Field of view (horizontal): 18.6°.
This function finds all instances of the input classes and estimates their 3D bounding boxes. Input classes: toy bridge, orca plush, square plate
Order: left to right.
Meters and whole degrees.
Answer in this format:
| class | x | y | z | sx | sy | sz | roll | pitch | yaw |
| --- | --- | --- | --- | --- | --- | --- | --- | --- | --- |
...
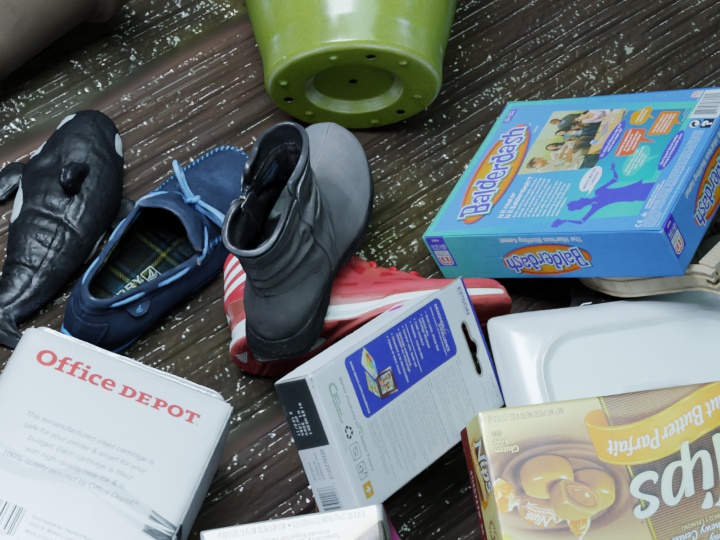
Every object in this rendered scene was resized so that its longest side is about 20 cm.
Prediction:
| class | x | y | z | sx | sy | sz | roll | pitch | yaw |
| --- | --- | --- | --- | --- | --- | --- | --- | --- | --- |
| orca plush | -0.219 | -0.048 | 1.517 | 0.105 | 0.071 | 0.200 | 31 | 55 | 13 |
| toy bridge | 0.182 | -0.015 | 1.530 | 0.067 | 0.027 | 0.200 | -42 | 34 | -18 |
| square plate | 0.201 | 0.108 | 1.472 | 0.198 | 0.028 | 0.200 | -8 | 72 | -13 |

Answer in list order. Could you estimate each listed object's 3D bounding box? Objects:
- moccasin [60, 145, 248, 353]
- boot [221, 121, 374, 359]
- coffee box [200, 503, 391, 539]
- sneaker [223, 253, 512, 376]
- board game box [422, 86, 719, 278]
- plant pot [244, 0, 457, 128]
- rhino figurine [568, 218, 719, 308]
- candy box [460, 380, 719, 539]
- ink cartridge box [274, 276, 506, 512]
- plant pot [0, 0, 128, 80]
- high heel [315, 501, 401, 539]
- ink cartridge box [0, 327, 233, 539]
| class | x | y | z | sx | sy | sz | roll | pitch | yaw |
| --- | --- | --- | --- | --- | --- | --- | --- | --- | --- |
| moccasin | -0.127 | -0.019 | 1.511 | 0.080 | 0.068 | 0.200 | 30 | 55 | 5 |
| boot | -0.037 | -0.053 | 1.444 | 0.069 | 0.132 | 0.201 | 3 | 50 | 10 |
| coffee box | -0.025 | 0.251 | 1.291 | 0.112 | 0.080 | 0.201 | -9 | 68 | 2 |
| sneaker | 0.000 | 0.000 | 1.518 | 0.198 | 0.079 | 0.116 | -5 | 57 | -14 |
| board game box | 0.161 | -0.061 | 1.541 | 0.199 | 0.045 | 0.152 | 0 | 44 | 39 |
| plant pot | -0.006 | -0.217 | 1.617 | 0.199 | 0.201 | 0.194 | 2 | 66 | -8 |
| rhino figurine | 0.229 | 0.008 | 1.562 | 0.199 | 0.060 | 0.088 | -21 | 58 | -18 |
| candy box | 0.174 | 0.140 | 1.409 | 0.198 | 0.055 | 0.116 | -6 | 74 | -13 |
| ink cartridge box | 0.023 | 0.079 | 1.404 | 0.200 | 0.037 | 0.095 | -30 | 103 | -52 |
| plant pot | -0.279 | -0.213 | 1.569 | 0.200 | 0.200 | 0.175 | 34 | 73 | 15 |
| high heel | 0.034 | 0.192 | 1.398 | 0.095 | 0.068 | 0.201 | -7 | 64 | -21 |
| ink cartridge box | -0.183 | 0.155 | 1.368 | 0.145 | 0.086 | 0.201 | 20 | 52 | 5 |
